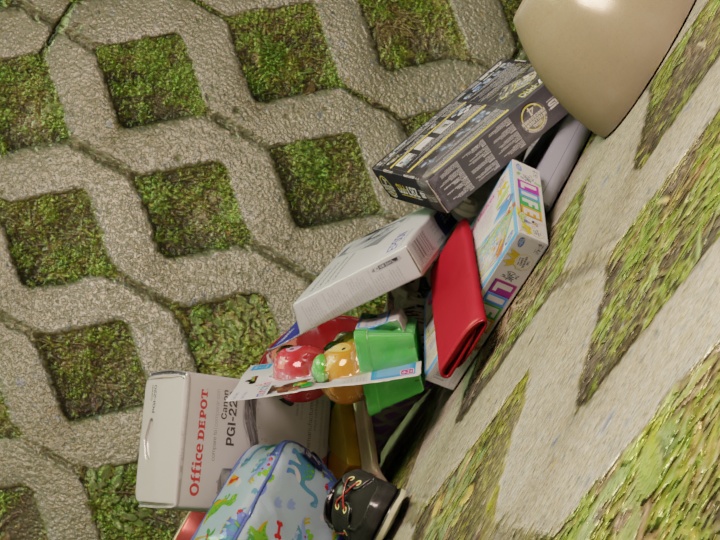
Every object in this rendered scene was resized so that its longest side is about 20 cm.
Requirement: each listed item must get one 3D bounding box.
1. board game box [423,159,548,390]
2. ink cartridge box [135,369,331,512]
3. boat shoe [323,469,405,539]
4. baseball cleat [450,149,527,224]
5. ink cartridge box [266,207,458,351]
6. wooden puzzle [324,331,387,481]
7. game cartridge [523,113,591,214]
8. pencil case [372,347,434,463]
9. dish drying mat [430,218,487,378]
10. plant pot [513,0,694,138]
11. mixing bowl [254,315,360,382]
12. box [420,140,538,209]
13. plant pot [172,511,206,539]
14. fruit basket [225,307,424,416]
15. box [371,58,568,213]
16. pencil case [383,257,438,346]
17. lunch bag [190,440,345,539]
[{"bbox_3d":[0.123,0.004,1.556,0.135,0.034,0.201,-87,23,-54],"label":"board game box"},{"bbox_3d":[-0.136,0.192,1.675,0.085,0.199,0.147,-8,75,52],"label":"ink cartridge box"},{"bbox_3d":[0.000,0.234,1.502,0.074,0.063,0.201,-59,2,-9],"label":"boat shoe"},{"bbox_3d":[0.144,-0.093,1.699,0.200,0.069,0.107,-55,-16,-44],"label":"baseball cleat"},{"bbox_3d":[0.000,0.000,1.660,0.199,0.041,0.200,-28,9,22],"label":"ink cartridge box"},{"bbox_3d":[-0.032,0.198,1.735,0.185,0.037,0.201,122,143,-46],"label":"wooden puzzle"},{"bbox_3d":[0.198,-0.105,1.679,0.134,0.041,0.200,-65,3,-15],"label":"game cartridge"},{"bbox_3d":[0.020,0.158,1.779,0.200,0.085,0.084,-58,9,43],"label":"pencil case"},{"bbox_3d":[0.096,0.025,1.518,0.077,0.018,0.200,-61,14,26],"label":"dish drying mat"},{"bbox_3d":[0.227,-0.248,1.478,0.201,0.134,0.200,-60,2,3],"label":"plant pot"},{"bbox_3d":[-0.034,0.171,2.027,0.201,0.199,0.109,-60,30,29],"label":"mixing bowl"},{"bbox_3d":[0.150,-0.103,1.947,0.200,0.105,0.184,-61,2,-40],"label":"box"},{"bbox_3d":[-0.146,0.360,1.868,0.201,0.177,0.200,-60,2,3],"label":"plant pot"},{"bbox_3d":[-0.032,0.096,1.604,0.185,0.199,0.094,-58,-36,-81],"label":"fruit basket"},{"bbox_3d":[0.123,-0.147,1.633,0.200,0.049,0.161,-40,18,-11],"label":"box"},{"bbox_3d":[0.056,0.063,1.794,0.089,0.078,0.201,-48,-19,-35],"label":"pencil case"},{"bbox_3d":[-0.085,0.288,1.587,0.082,0.161,0.200,-14,34,42],"label":"lunch bag"}]
